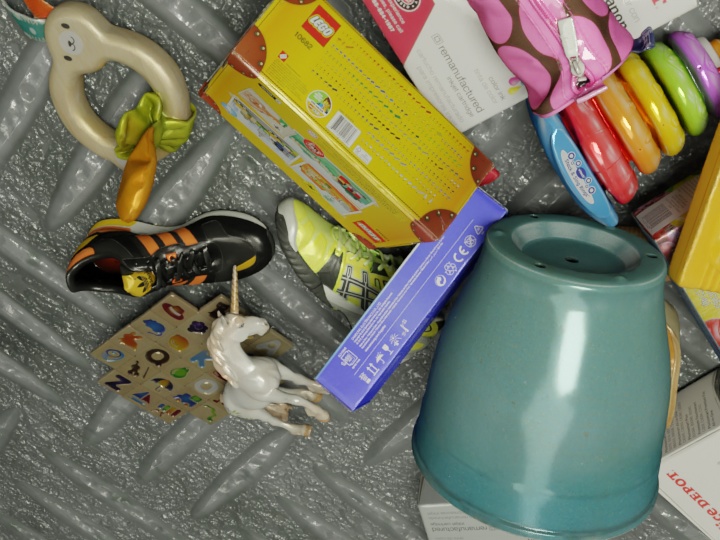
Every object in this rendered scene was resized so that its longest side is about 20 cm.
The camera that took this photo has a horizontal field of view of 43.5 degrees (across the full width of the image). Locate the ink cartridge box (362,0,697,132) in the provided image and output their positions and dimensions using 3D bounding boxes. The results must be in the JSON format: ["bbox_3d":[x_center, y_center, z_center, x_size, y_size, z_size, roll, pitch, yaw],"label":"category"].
[{"bbox_3d":[0.114,-0.210,0.643,0.199,0.086,0.148,-25,113,28],"label":"ink cartridge box"}]

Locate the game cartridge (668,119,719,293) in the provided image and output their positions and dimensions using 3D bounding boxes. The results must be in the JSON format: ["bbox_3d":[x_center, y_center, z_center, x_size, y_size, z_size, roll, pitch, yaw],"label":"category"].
[{"bbox_3d":[0.334,-0.055,0.624,0.197,0.032,0.178,9,110,-9],"label":"game cartridge"}]

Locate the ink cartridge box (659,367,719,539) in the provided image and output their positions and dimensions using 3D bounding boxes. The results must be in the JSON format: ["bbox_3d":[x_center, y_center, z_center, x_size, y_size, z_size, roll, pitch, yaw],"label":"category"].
[{"bbox_3d":[0.375,0.153,0.816,0.146,0.085,0.200,42,123,-15],"label":"ink cartridge box"}]

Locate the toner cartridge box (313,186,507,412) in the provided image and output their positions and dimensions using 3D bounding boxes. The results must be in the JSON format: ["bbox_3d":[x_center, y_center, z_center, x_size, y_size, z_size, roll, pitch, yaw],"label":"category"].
[{"bbox_3d":[0.045,0.022,0.749,0.043,0.095,0.201,38,93,8],"label":"toner cartridge box"}]

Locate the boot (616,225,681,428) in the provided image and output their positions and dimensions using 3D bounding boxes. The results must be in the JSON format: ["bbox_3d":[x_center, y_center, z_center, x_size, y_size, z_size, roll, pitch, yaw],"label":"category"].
[{"bbox_3d":[0.211,0.049,0.805,0.142,0.071,0.203,0,117,20],"label":"boot"}]

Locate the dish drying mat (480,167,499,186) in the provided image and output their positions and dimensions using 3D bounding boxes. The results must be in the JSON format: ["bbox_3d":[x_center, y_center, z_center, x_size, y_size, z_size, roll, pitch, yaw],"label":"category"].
[{"bbox_3d":[0.027,-0.139,0.725,0.200,0.077,0.018,42,84,-14],"label":"dish drying mat"}]

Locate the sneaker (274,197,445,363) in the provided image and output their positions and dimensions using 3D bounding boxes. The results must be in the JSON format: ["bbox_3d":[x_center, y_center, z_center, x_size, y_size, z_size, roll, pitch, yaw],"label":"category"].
[{"bbox_3d":[0.000,0.000,0.823,0.076,0.076,0.200,-33,120,20],"label":"sneaker"}]

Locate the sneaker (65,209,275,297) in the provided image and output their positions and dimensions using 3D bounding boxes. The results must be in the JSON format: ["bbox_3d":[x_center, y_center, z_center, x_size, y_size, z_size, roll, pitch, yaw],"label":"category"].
[{"bbox_3d":[-0.179,-0.004,0.843,0.198,0.090,0.071,-1,123,14],"label":"sneaker"}]

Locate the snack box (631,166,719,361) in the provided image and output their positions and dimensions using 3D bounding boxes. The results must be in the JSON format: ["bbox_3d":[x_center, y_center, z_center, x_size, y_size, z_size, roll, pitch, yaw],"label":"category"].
[{"bbox_3d":[0.339,-0.026,0.692,0.199,0.068,0.169,-35,110,11],"label":"snack box"}]

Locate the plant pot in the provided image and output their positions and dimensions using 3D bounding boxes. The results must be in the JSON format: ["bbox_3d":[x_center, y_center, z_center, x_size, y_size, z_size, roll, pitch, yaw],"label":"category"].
[{"bbox_3d":[0.149,0.066,0.692,0.198,0.200,0.190,10,114,7],"label":"plant pot"}]

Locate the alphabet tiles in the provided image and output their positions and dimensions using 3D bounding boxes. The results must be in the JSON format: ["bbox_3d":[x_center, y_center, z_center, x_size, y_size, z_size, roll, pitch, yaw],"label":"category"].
[{"bbox_3d":[-0.172,0.096,0.930,0.199,0.006,0.166,-32,127,29],"label":"alphabet tiles"}]

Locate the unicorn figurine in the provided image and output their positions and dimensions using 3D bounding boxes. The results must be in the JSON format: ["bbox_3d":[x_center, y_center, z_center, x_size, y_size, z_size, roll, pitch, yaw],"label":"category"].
[{"bbox_3d":[-0.093,0.106,0.879,0.136,0.074,0.201,21,136,-10],"label":"unicorn figurine"}]

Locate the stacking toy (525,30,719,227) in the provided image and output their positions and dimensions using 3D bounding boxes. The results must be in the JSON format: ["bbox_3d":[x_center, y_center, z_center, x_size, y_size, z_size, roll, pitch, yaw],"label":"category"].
[{"bbox_3d":[0.229,-0.133,0.668,0.199,0.110,0.116,-31,112,16],"label":"stacking toy"}]

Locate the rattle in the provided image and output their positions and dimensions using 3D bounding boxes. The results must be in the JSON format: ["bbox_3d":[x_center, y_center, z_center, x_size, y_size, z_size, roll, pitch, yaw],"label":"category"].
[{"bbox_3d":[-0.240,-0.149,0.740,0.129,0.144,0.201,-11,127,41],"label":"rattle"}]

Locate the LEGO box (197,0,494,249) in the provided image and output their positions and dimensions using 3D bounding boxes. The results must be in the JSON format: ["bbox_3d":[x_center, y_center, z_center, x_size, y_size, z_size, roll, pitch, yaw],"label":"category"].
[{"bbox_3d":[-0.017,-0.110,0.697,0.200,0.077,0.149,41,167,-14],"label":"LEGO box"}]

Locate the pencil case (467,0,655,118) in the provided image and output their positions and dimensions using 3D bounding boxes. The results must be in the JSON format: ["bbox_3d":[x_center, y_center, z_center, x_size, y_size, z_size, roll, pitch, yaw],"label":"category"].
[{"bbox_3d":[0.088,-0.193,0.553,0.090,0.094,0.200,-33,107,29],"label":"pencil case"}]

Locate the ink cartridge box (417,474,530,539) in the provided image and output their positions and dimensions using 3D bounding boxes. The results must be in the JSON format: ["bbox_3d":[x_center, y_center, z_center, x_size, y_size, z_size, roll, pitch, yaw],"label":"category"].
[{"bbox_3d":[0.155,0.288,0.957,0.144,0.083,0.202,-8,120,17],"label":"ink cartridge box"}]
